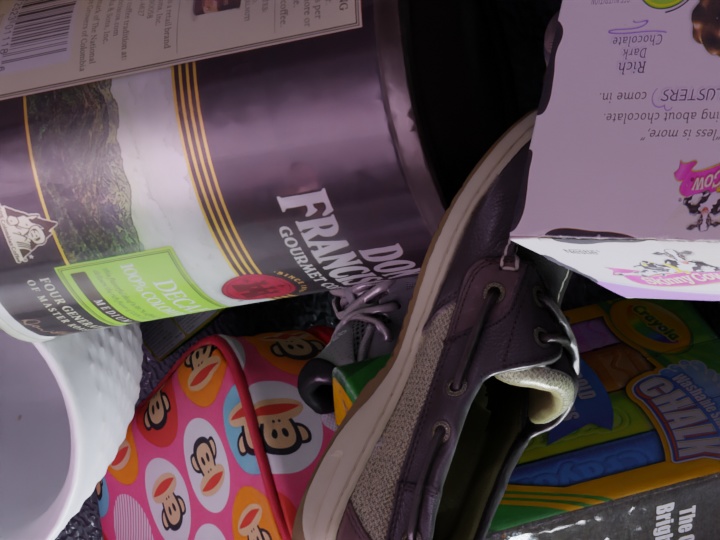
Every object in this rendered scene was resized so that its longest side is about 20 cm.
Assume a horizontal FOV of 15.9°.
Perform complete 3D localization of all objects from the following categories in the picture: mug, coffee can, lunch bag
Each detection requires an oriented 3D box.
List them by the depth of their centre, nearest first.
[{"bbox_3d":[-0.051,-0.058,1.021,0.200,0.146,0.147,-10,114,19],"label":"coffee can"},{"bbox_3d":[-0.192,0.029,1.163,0.200,0.175,0.148,37,109,-1],"label":"mug"},{"bbox_3d":[-0.052,0.135,1.217,0.200,0.082,0.176,-43,58,54],"label":"lunch bag"}]

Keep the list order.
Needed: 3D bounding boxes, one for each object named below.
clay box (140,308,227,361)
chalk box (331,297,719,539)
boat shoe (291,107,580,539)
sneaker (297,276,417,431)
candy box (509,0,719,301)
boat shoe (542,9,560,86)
[{"bbox_3d":[-0.120,-0.063,1.218,0.200,0.048,0.115,53,143,0],"label":"clay box"},{"bbox_3d":[0.103,0.096,1.039,0.124,0.200,0.125,-123,25,-51],"label":"chalk box"},{"bbox_3d":[0.048,0.036,0.930,0.066,0.201,0.072,20,162,32],"label":"boat shoe"},{"bbox_3d":[0.000,0.000,1.096,0.200,0.115,0.075,51,141,0],"label":"sneaker"},{"bbox_3d":[0.151,-0.091,0.821,0.168,0.200,0.071,3,165,43],"label":"candy box"},{"bbox_3d":[0.152,-0.030,0.967,0.200,0.076,0.072,40,149,21],"label":"boat shoe"}]
